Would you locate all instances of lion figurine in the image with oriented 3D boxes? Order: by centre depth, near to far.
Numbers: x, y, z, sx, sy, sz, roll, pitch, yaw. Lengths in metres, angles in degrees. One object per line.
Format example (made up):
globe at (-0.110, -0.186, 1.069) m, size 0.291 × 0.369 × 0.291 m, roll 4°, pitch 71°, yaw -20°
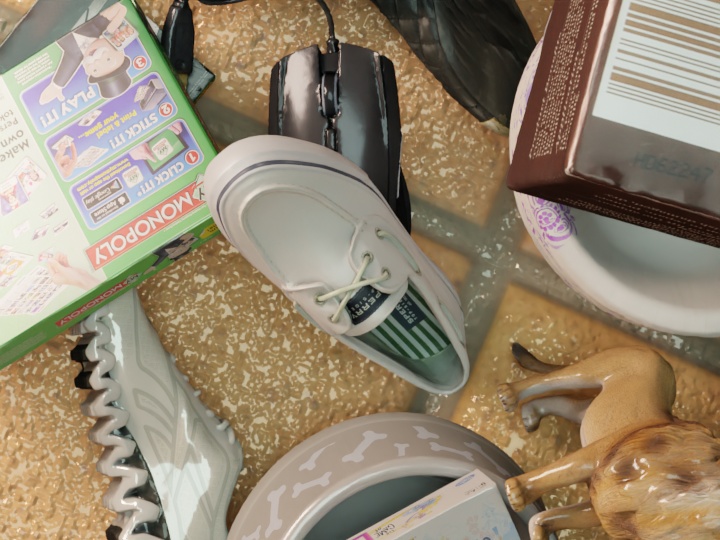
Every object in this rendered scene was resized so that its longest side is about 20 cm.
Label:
lion figurine at (0.138, 0.083, 1.058) m, size 0.121 × 0.201 × 0.073 m, roll -20°, pitch 125°, yaw 12°

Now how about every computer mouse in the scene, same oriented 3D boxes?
computer mouse at (-0.041, -0.079, 1.100) m, size 0.139 × 0.046 × 0.202 m, roll 3°, pitch 107°, yaw 5°

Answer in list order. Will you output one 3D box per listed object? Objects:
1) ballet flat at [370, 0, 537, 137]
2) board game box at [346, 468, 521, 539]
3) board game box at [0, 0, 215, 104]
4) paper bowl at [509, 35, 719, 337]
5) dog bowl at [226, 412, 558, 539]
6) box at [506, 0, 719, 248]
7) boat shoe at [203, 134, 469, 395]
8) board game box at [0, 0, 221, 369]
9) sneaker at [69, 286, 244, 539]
ballet flat at (0.033, -0.154, 1.129) m, size 0.200 × 0.057 × 0.066 m, roll 50°, pitch 60°, yaw -7°
board game box at (0.005, 0.209, 1.052) m, size 0.199 × 0.034 × 0.135 m, roll -28°, pitch 103°, yaw -9°
board game box at (-0.181, -0.063, 1.128) m, size 0.105 × 0.023 × 0.200 m, roll 40°, pitch 89°, yaw -5°
paper bowl at (0.178, -0.067, 1.100) m, size 0.198 × 0.104 × 0.203 m, roll 0°, pitch 90°, yaw -2°
dog bowl at (0.023, 0.181, 1.100) m, size 0.198 × 0.059 × 0.202 m, roll -2°, pitch 98°, yaw -13°
box at (0.176, -0.097, 0.948) m, size 0.163 × 0.200 × 0.168 m, roll 15°, pitch 91°, yaw -3°
boat shoe at (0.000, 0.000, 1.057) m, size 0.073 × 0.067 × 0.199 m, roll -42°, pitch 135°, yaw 16°
board game box at (-0.173, -0.037, 1.079) m, size 0.199 × 0.029 × 0.135 m, roll -31°, pitch 72°, yaw 2°
sneaker at (-0.109, 0.085, 1.115) m, size 0.080 × 0.075 × 0.202 m, roll -13°, pitch 96°, yaw -13°
